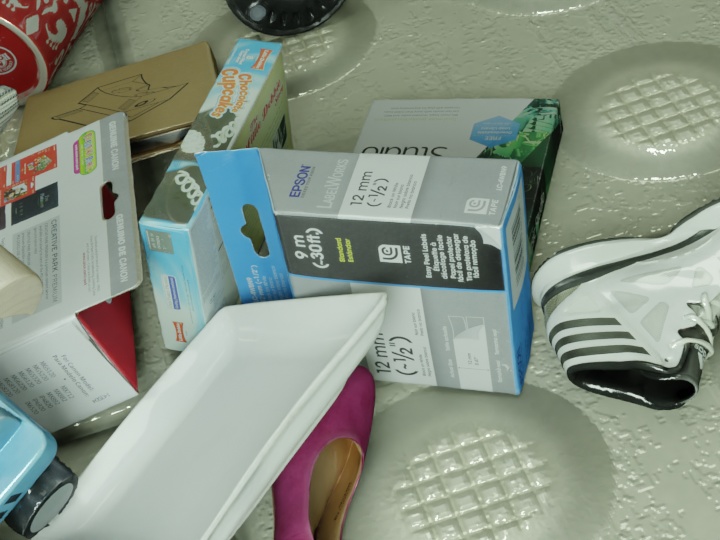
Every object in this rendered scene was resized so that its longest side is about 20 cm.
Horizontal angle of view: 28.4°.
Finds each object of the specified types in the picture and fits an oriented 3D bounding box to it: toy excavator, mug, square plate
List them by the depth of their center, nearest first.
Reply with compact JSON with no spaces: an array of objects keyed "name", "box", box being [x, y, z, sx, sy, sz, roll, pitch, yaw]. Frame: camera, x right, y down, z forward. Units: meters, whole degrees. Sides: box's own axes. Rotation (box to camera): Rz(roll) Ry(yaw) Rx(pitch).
[{"name":"toy excavator","box":[-0.221,0.088,0.753,0.100,0.200,0.195,37,82,12]},{"name":"square plate","box":[-0.086,0.095,0.810,0.200,0.028,0.198,-52,22,-24]},{"name":"mug","box":[-0.297,-0.236,1.259,0.133,0.178,0.200,24,49,-11]}]

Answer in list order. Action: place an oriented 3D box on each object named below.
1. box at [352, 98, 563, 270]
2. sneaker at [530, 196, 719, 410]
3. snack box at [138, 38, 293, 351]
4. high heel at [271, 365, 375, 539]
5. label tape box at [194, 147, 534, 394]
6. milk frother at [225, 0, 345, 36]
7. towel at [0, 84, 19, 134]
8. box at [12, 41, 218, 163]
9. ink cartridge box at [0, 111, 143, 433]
[{"name":"box","box":[0.055,-0.048,0.989,0.144,0.036,0.200,1,45,18]},{"name":"sneaker","box":[0.211,0.025,0.850,0.200,0.076,0.115,-18,50,8]},{"name":"snack box","box":[-0.093,-0.054,0.975,0.037,0.116,0.200,9,45,13]},{"name":"high heel","box":[-0.010,0.142,0.775,0.096,0.067,0.200,6,59,33]},{"name":"label tape box","box":[0.000,0.000,0.864,0.200,0.143,0.066,3,46,14]},{"name":"milk frother","box":[-0.036,-0.313,1.254,0.200,0.181,0.188,17,29,-32]},{"name":"towel","box":[-0.344,-0.043,1.016,0.193,0.035,0.200,-43,9,-35]},{"name":"box","box":[-0.186,-0.123,1.109,0.163,0.021,0.200,-18,25,-1]},{"name":"ink cartridge box","box":[-0.209,0.007,0.945,0.175,0.084,0.200,-24,41,8]}]
